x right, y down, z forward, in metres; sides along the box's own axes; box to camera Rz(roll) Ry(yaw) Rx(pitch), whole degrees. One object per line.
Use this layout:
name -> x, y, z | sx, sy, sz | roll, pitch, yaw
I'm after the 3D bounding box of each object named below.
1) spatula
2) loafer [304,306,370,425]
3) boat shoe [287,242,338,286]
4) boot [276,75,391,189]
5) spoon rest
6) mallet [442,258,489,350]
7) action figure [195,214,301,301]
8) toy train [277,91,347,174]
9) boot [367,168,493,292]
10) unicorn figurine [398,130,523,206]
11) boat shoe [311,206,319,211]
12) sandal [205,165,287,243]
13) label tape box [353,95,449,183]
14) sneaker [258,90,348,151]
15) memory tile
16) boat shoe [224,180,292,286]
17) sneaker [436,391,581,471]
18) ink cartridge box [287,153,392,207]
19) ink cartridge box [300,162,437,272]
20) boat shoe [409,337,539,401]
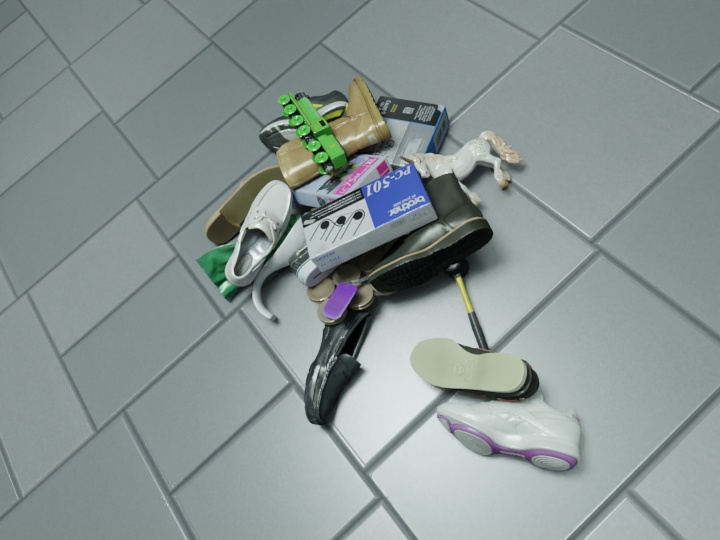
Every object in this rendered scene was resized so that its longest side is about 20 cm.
spatula -> 0.013, 0.005, 0.867 | 0.200, 0.021, 0.056 | -42, 28, -23
loafer -> -0.035, 0.148, 0.850 | 0.070, 0.068, 0.201 | 5, 64, 27
boat shoe -> -0.037, -0.059, 0.898 | 0.200, 0.072, 0.071 | -38, 66, -13
boot -> -0.061, -0.255, 0.965 | 0.200, 0.066, 0.175 | -25, 49, 8
spoon rest -> -0.136, -0.014, 0.944 | 0.061, 0.099, 0.200 | 25, 83, 6
mallet -> 0.176, 0.061, 0.850 | 0.041, 0.066, 0.200 | -22, 77, 17
action figure -> -0.189, -0.042, 0.973 | 0.200, 0.118, 0.055 | -34, 49, -10
toy train -> -0.082, -0.243, 0.912 | 0.056, 0.042, 0.200 | -28, 60, -6
boot -> 0.092, -0.062, 0.845 | 0.200, 0.077, 0.139 | -26, 56, 9
unicorn figurine -> 0.169, -0.171, 0.912 | 0.200, 0.074, 0.137 | -34, 86, -20
boat shoe -> 0.013, -0.114, 0.960 | 0.200, 0.072, 0.065 | -17, 104, 9
sandal -> -0.223, -0.145, 1.035 | 0.212, 0.078, 0.070 | -40, 43, 7
label tape box -> 0.048, -0.251, 1.006 | 0.200, 0.066, 0.144 | 17, 72, 21
sneaker -> -0.109, -0.302, 1.080 | 0.200, 0.075, 0.085 | -16, 48, 6
memory tile -> 0.000, 0.000, 0.903 | 0.200, 0.017, 0.153 | -28, 48, -6
boat shoe -> -0.165, -0.067, 0.904 | 0.071, 0.069, 0.200 | 24, 78, -12
sneaker -> 0.210, 0.215, 0.759 | 0.200, 0.075, 0.100 | 10, 51, 21
ink cartridge box -> -0.053, -0.164, 0.960 | 0.200, 0.042, 0.119 | 14, 54, 45
ink cartridge box -> 0.010, -0.083, 0.826 | 0.200, 0.044, 0.094 | -25, 53, 10
boat shoe -> 0.160, 0.146, 0.779 | 0.201, 0.063, 0.074 | 3, 67, 45
